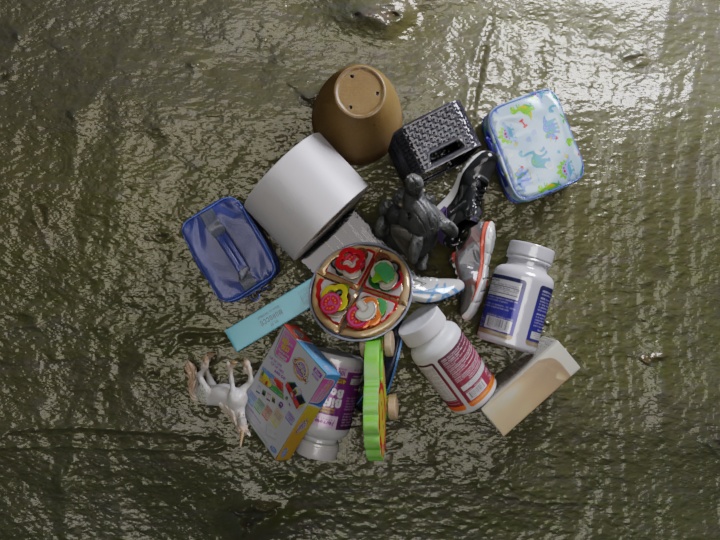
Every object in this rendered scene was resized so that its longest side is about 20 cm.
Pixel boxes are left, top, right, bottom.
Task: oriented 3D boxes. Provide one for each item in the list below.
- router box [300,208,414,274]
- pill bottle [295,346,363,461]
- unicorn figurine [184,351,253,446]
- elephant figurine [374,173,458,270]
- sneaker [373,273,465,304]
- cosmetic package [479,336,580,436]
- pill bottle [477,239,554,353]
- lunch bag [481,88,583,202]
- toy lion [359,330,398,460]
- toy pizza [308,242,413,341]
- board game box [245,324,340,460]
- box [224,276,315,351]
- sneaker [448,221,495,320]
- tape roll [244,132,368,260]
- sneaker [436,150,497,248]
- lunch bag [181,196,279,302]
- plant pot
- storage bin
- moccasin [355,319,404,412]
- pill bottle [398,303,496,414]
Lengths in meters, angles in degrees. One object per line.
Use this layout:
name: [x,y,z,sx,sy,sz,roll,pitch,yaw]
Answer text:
router box: [0.000,0.000,1.329,0.149,0.051,0.200,-43,95,-2]
pill bottle: [-0.066,0.257,1.300,0.111,0.112,0.203,12,89,-2]
unicorn figurine: [-0.260,0.238,1.297,0.199,0.073,0.139,9,95,41]
elephant figurine: [0.104,-0.083,1.218,0.154,0.200,0.143,21,91,-15]
sneaker: [0.103,0.030,1.278,0.197,0.072,0.073,-5,93,-8]
cosmetic package: [0.321,0.224,1.317,0.200,0.105,0.071,-41,91,0]
pill bottle: [0.309,0.050,1.310,0.118,0.120,0.202,16,89,-1]
lunch bag: [0.336,-0.244,1.332,0.159,0.082,0.202,-22,90,-3]
toy lion: [0.027,0.226,1.200,0.068,0.192,0.203,-2,100,8]
toy pizza: [-0.002,0.033,1.234,0.198,0.032,0.202,-5,62,10]
board game box: [-0.139,0.229,1.267,0.153,0.040,0.201,43,108,37]
box: [-0.163,0.085,1.314,0.199,0.082,0.049,-31,88,-2]
sneaker: [0.214,-0.003,1.341,0.081,0.077,0.202,11,83,17]
tape roll: [-0.101,-0.138,1.259,0.203,0.203,0.139,-44,91,-2]
sneaker: [0.216,-0.133,1.305,0.075,0.088,0.201,20,110,-44]
lunch bag: [-0.244,-0.032,1.286,0.135,0.132,0.201,-32,90,0]
plant pot: [-0.003,-0.311,1.264,0.184,0.200,0.189,0,88,-2]
storage bin: [0.134,-0.231,1.265,0.134,0.200,0.095,-27,90,-2]
moccasin: [0.035,0.188,1.320,0.067,0.080,0.202,16,88,-1]
pill bottle: [0.165,0.169,1.289,0.109,0.110,0.201,-37,104,-2]
